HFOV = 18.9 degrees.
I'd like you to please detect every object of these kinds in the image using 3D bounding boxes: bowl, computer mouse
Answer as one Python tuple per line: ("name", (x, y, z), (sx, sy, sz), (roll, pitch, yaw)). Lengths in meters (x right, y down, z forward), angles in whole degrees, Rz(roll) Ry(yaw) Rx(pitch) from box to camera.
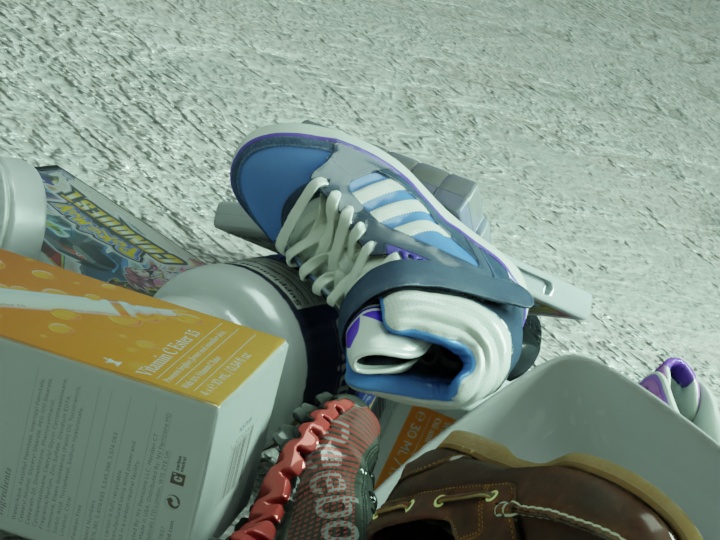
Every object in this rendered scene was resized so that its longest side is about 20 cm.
("bowl", (0.109, 0.162, 1.128), (0.200, 0.075, 0.200), (-36, 52, -20))
("computer mouse", (0.115, 0.049, 1.583), (0.034, 0.059, 0.200), (42, 16, 1))

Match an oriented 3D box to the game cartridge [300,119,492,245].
("game cartridge", (0.027, -0.001, 1.350), (0.129, 0.200, 0.038), (26, 62, 27))

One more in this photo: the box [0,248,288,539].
("box", (-0.154, 0.064, 1.074), (0.199, 0.098, 0.124), (17, 17, 9))

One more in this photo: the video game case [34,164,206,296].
("video game case", (-0.183, -0.008, 1.393), (0.200, 0.026, 0.181), (33, 21, 23))

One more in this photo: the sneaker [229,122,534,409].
("sneaker", (0.000, 0.000, 1.192), (0.200, 0.081, 0.147), (33, 25, 1))

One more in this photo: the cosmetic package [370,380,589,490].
("cosmetic package", (0.096, 0.130, 1.256), (0.199, 0.102, 0.071), (21, 18, -8))

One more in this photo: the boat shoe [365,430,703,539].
("boat shoe", (0.073, 0.122, 0.963), (0.071, 0.070, 0.200), (59, -23, -15))

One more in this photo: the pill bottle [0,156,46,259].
("pill bottle", (-0.283, -0.040, 1.221), (0.199, 0.111, 0.111), (12, 23, -35))

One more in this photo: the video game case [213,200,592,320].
("video game case", (0.029, -0.007, 1.482), (0.199, 0.024, 0.182), (6, -12, 44))

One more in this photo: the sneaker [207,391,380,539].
("sneaker", (-0.018, 0.138, 1.079), (0.098, 0.071, 0.201), (22, 36, 7))

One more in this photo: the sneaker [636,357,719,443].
("sneaker", (0.178, 0.094, 1.438), (0.072, 0.115, 0.200), (10, 22, -33))

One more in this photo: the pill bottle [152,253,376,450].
("pill bottle", (-0.061, 0.049, 1.261), (0.111, 0.111, 0.200), (33, 20, 23))
